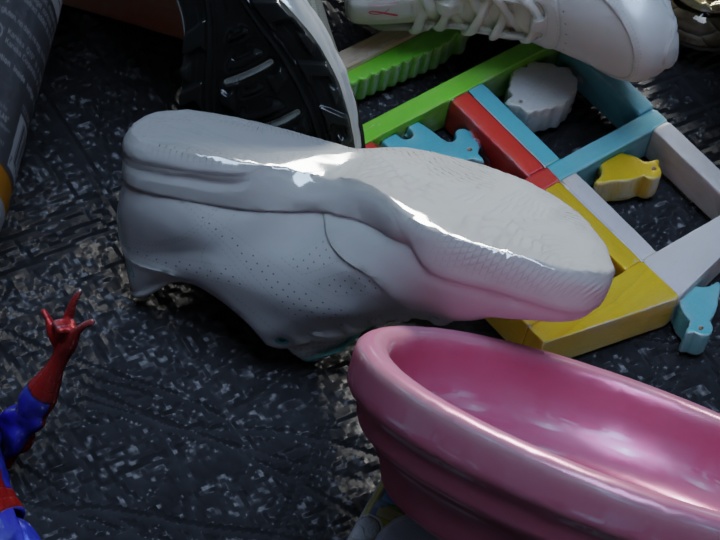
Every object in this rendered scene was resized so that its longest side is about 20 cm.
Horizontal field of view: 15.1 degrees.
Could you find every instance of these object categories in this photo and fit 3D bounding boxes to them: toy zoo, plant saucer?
[{"bbox_3d":[0.078,-0.037,1.148,0.131,0.020,0.200,-28,61,-29],"label":"toy zoo"},{"bbox_3d":[0.087,0.077,0.955,0.200,0.051,0.201,19,10,-3],"label":"plant saucer"}]

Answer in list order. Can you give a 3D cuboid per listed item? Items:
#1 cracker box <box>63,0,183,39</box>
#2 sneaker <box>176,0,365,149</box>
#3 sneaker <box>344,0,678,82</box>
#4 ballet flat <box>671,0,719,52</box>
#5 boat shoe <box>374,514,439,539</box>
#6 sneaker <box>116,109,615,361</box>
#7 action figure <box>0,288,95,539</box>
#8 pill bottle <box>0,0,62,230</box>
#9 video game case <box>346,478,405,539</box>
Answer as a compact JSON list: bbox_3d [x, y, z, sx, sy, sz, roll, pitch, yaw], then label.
[{"bbox_3d":[-0.103,-0.204,1.222,0.134,0.058,0.200,16,51,2],"label":"cracker box"},{"bbox_3d":[-0.042,-0.111,1.104,0.074,0.200,0.079,-16,11,27],"label":"sneaker"},{"bbox_3d":[0.043,-0.125,1.161,0.200,0.078,0.099,33,58,28],"label":"sneaker"},{"bbox_3d":[0.191,-0.173,1.264,0.067,0.046,0.200,29,52,13],"label":"ballet flat"},{"bbox_3d":[0.088,0.152,0.947,0.200,0.074,0.065,40,24,25],"label":"boat shoe"},{"bbox_3d":[0.000,0.000,1.057,0.200,0.089,0.075,15,23,17],"label":"sneaker"},{"bbox_3d":[-0.120,0.088,0.958,0.065,0.099,0.200,-4,49,-33],"label":"action figure"},{"bbox_3d":[-0.175,-0.110,1.064,0.116,0.116,0.200,12,67,-2],"label":"pill bottle"},{"bbox_3d":[0.088,0.138,1.008,0.200,0.023,0.182,25,51,8],"label":"video game case"}]
